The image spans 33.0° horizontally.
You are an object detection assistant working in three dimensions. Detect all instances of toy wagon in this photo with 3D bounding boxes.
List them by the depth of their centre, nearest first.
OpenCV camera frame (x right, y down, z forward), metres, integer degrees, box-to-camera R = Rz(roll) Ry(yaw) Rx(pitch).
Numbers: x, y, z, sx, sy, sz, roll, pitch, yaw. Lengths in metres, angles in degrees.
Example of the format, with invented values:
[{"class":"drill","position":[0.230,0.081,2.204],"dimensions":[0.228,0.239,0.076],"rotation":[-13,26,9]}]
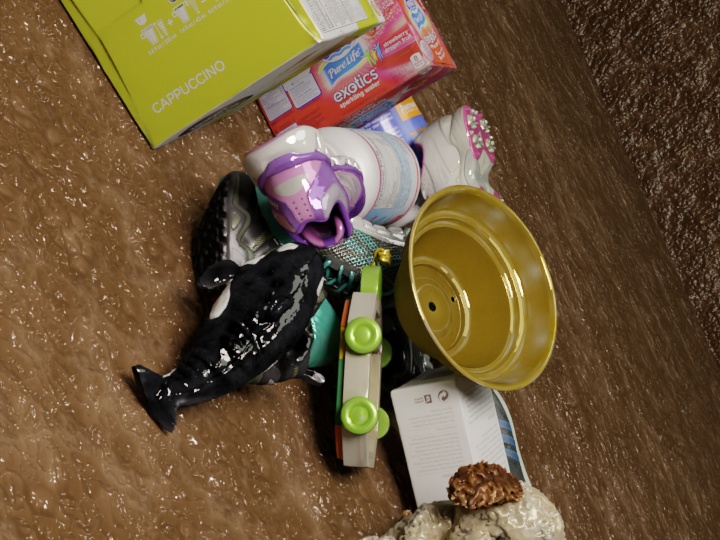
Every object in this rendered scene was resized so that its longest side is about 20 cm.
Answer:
[{"class":"toy wagon","position":[0.005,0.079,1.116],"dimensions":[0.155,0.039,0.201],"rotation":[63,29,-79]}]

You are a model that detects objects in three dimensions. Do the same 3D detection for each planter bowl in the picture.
[{"class":"planter bowl","position":[0.093,0.026,1.168],"dimensions":[0.200,0.083,0.201],"rotation":[19,61,-38]}]

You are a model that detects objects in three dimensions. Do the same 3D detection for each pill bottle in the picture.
[{"class":"pill bottle","position":[-0.016,-0.098,1.307],"dimensions":[0.109,0.109,0.200],"rotation":[64,23,7]},{"class":"pill bottle","position":[0.029,-0.155,1.467],"dimensions":[0.201,0.112,0.112],"rotation":[62,22,-1]}]

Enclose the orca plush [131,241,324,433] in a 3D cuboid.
[{"class":"orca plush","position":[-0.089,0.033,0.935],"dimensions":[0.200,0.071,0.105],"rotation":[-28,81,-36]}]

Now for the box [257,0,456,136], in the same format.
[{"class":"box","position":[-0.010,-0.217,1.339],"dimensions":[0.100,0.200,0.095],"rotation":[63,24,4]}]

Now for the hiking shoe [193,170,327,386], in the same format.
[{"class":"hiking shoe","position":[-0.083,0.010,1.042],"dimensions":[0.100,0.076,0.201],"rotation":[8,61,-29]}]

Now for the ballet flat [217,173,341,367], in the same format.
[{"class":"ballet flat","position":[-0.083,0.002,1.107],"dimensions":[0.201,0.067,0.070],"rotation":[59,35,0]}]

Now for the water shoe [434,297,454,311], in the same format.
[{"class":"water shoe","position":[0.084,-0.006,1.323],"dimensions":[0.079,0.200,0.072],"rotation":[-21,126,-45]}]

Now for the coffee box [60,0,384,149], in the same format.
[{"class":"coffee box","position":[-0.131,-0.259,1.126],"dimensions":[0.200,0.199,0.198],"rotation":[59,23,-6]}]

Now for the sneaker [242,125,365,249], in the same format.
[{"class":"sneaker","position":[-0.036,-0.056,1.054],"dimensions":[0.089,0.080,0.200],"rotation":[64,10,12]}]

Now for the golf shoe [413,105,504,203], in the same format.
[{"class":"golf shoe","position":[0.112,-0.083,1.376],"dimensions":[0.075,0.091,0.201],"rotation":[25,54,-56]}]

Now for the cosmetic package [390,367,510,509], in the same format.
[{"class":"cosmetic package","position":[0.099,0.199,1.190],"dimensions":[0.101,0.071,0.201],"rotation":[-15,92,-67]}]

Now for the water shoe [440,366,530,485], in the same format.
[{"class":"water shoe","position":[0.133,0.195,1.307],"dimensions":[0.201,0.071,0.079],"rotation":[63,18,4]}]

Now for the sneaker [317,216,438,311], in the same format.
[{"class":"sneaker","position":[0.000,0.000,1.199],"dimensions":[0.199,0.078,0.092],"rotation":[7,54,-27]}]

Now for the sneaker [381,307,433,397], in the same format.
[{"class":"sneaker","position":[0.017,0.046,1.263],"dimensions":[0.090,0.066,0.201],"rotation":[18,50,-63]}]

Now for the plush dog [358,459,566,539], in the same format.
[{"class":"plush dog","position":[0.100,0.248,1.062],"dimensions":[0.200,0.171,0.161],"rotation":[50,24,-23]}]

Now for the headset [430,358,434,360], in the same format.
[{"class":"headset","position":[0.124,0.054,1.424],"dimensions":[0.200,0.123,0.094],"rotation":[-148,-128,-77]}]
